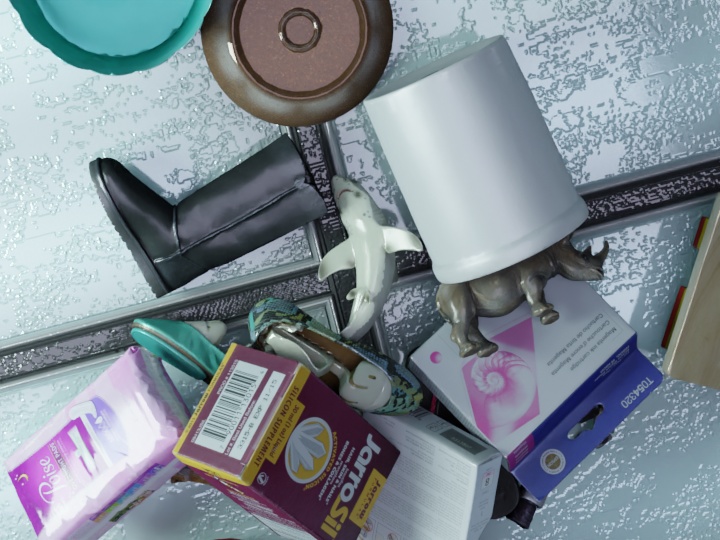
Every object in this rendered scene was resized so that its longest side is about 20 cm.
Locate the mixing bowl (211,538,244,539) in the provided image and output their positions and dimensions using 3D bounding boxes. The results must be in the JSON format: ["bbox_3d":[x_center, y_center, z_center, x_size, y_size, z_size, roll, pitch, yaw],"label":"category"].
[{"bbox_3d":[-0.138,0.360,1.758,0.199,0.108,0.201,0,104,-1],"label":"mixing bowl"}]

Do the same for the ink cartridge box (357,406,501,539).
[{"bbox_3d":[0.061,0.248,1.754,0.057,0.162,0.201,-20,126,-42],"label":"ink cartridge box"}]

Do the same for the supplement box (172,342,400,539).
[{"bbox_3d":[-0.071,0.182,1.668,0.200,0.103,0.131,44,67,-45],"label":"supplement box"}]

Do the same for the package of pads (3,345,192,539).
[{"bbox_3d":[-0.259,0.183,1.696,0.200,0.076,0.121,-40,62,13],"label":"package of pads"}]

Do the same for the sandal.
[{"bbox_3d":[0.108,0.166,1.758,0.075,0.045,0.201,-29,79,15],"label":"sandal"}]

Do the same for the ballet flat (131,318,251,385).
[{"bbox_3d":[-0.146,0.095,1.746,0.200,0.067,0.071,39,70,-11],"label":"ballet flat"}]

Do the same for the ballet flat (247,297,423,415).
[{"bbox_3d":[-0.028,0.100,1.684,0.199,0.074,0.075,28,96,-6],"label":"ballet flat"}]

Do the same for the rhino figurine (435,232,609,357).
[{"bbox_3d":[0.168,0.013,1.704,0.199,0.060,0.088,-27,68,-10],"label":"rhino figurine"}]

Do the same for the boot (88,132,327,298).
[{"bbox_3d":[-0.153,-0.083,1.699,0.199,0.066,0.165,-26,114,6],"label":"boot"}]

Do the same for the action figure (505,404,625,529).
[{"bbox_3d":[0.200,0.173,1.792,0.130,0.069,0.200,36,91,-4],"label":"action figure"}]

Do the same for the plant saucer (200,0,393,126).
[{"bbox_3d":[-0.063,-0.245,1.704,0.199,0.037,0.202,-1,101,-6],"label":"plant saucer"}]

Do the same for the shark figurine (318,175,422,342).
[{"bbox_3d":[0.007,0.021,1.740,0.128,0.089,0.216,16,90,25],"label":"shark figurine"}]

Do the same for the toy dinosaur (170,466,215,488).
[{"bbox_3d":[-0.108,0.240,1.782,0.200,0.061,0.106,35,127,-15],"label":"toy dinosaur"}]

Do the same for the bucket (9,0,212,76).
[{"bbox_3d":[-0.241,-0.289,1.625,0.206,0.135,0.208,-1,99,-5],"label":"bucket"}]

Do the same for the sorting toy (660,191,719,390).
[{"bbox_3d":[0.431,0.033,1.783,0.198,0.070,0.201,15,97,-15],"label":"sorting toy"}]

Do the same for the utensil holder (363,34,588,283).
[{"bbox_3d":[0.112,-0.113,1.681,0.169,0.170,0.201,-26,99,-1],"label":"utensil holder"}]

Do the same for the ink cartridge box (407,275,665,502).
[{"bbox_3d":[0.185,0.100,1.733,0.196,0.043,0.200,-42,79,-13],"label":"ink cartridge box"}]
